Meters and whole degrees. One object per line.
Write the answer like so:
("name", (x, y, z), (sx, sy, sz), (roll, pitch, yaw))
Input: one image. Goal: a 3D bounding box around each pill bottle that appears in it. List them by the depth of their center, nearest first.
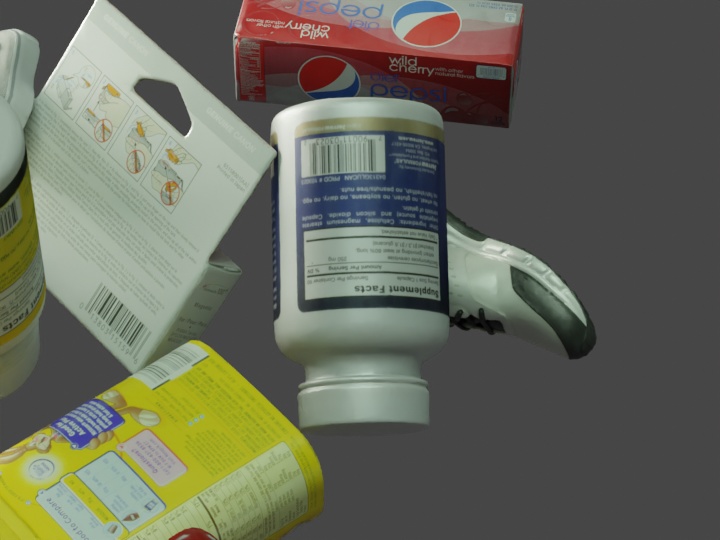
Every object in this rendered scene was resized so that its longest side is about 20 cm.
("pill bottle", (0.000, 0.000, 1.691), (0.110, 0.111, 0.201), (-1, 81, 0))
("pill bottle", (-0.257, -0.013, 1.691), (0.114, 0.200, 0.115), (0, 48, 0))

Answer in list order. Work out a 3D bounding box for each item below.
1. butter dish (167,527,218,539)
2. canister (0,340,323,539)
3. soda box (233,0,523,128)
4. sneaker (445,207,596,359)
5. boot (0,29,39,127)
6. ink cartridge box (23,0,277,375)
("butter dish", (-0.116, 0.274, 1.473), (0.200, 0.148, 0.200), (52, 56, -13))
("canister", (-0.139, 0.141, 1.626), (0.200, 0.087, 0.148), (-31, 54, -27))
("soda box", (0.013, -0.155, 1.912), (0.199, 0.064, 0.070), (7, 48, 6))
("sneaker", (0.064, 0.014, 1.763), (0.200, 0.074, 0.080), (29, 70, 29))
("boot", (-0.275, -0.139, 1.834), (0.095, 0.074, 0.200), (31, 10, -17))
("ink cartridge box", (-0.148, -0.054, 1.762), (0.200, 0.043, 0.174), (42, 104, 32))
